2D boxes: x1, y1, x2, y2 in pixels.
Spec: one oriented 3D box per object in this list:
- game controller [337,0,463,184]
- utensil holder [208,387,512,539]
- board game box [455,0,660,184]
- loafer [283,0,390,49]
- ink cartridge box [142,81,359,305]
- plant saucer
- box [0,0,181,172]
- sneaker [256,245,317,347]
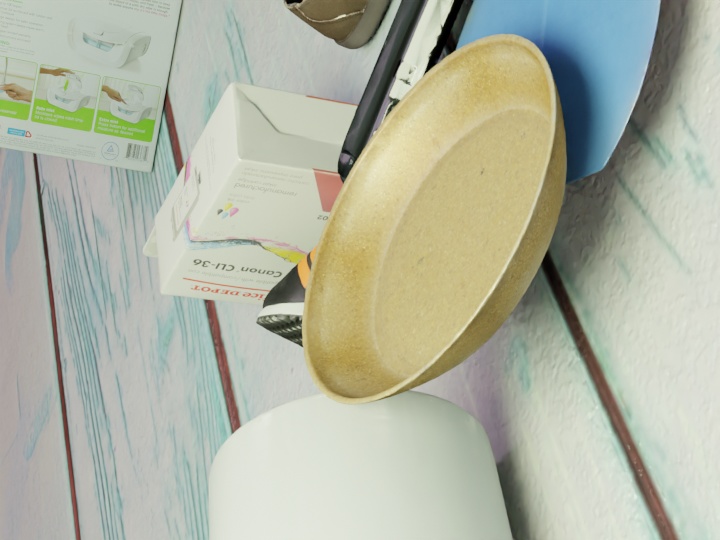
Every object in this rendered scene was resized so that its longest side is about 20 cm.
[{"bbox_3d":[0.038,-0.137,0.935,0.104,0.042,0.201,-53,-13,-76],"label":"game controller"},{"bbox_3d":[0.005,0.186,0.792,0.170,0.169,0.201,124,147,-43],"label":"utensil holder"},{"bbox_3d":[0.108,-0.106,0.815,0.200,0.039,0.160,-23,56,60],"label":"board game box"},{"bbox_3d":[0.003,-0.239,1.045,0.073,0.070,0.201,-114,40,-50],"label":"loafer"},{"bbox_3d":[-0.069,-0.035,1.084,0.200,0.115,0.068,127,142,-48],"label":"ink cartridge box"},{"bbox_3d":[0.042,-0.020,0.783,0.200,0.035,0.201,-42,32,35],"label":"plant saucer"},{"bbox_3d":[-0.291,-0.201,1.528,0.097,0.198,0.178,-158,77,-65],"label":"box"},{"bbox_3d":[0.000,0.000,0.999,0.200,0.070,0.091,-22,44,65],"label":"sneaker"}]
